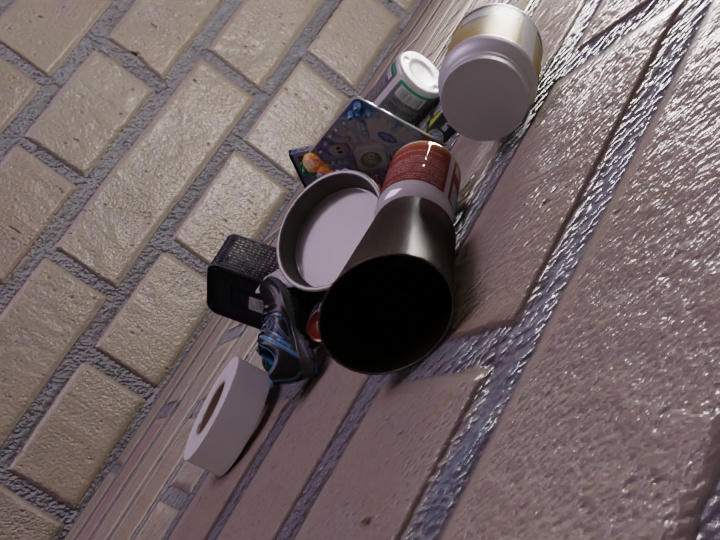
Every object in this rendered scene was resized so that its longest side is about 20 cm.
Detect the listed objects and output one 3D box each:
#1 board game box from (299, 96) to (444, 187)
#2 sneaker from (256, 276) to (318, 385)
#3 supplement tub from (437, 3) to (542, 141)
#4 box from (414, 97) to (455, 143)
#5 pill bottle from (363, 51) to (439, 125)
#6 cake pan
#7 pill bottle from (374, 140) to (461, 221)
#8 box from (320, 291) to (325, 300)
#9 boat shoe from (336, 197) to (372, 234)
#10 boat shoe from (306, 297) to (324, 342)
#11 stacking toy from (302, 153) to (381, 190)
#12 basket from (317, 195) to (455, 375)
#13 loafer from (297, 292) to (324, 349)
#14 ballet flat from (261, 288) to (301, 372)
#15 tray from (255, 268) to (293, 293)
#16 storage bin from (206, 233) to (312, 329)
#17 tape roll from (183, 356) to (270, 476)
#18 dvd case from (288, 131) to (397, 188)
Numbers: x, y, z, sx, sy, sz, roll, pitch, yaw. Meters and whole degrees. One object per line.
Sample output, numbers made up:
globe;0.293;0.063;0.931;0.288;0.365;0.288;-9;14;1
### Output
board game box;0.020;-0.202;1.583;0.200;0.198;0.026;-44;33;41
sneaker;-0.135;0.092;1.387;0.074;0.081;0.201;86;162;-50
supplement tub;0.189;-0.289;1.266;0.144;0.144;0.201;-45;14;35
box;0.136;-0.271;1.683;0.200;0.044;0.161;-46;14;35
pill bottle;0.067;-0.331;1.742;0.200;0.113;0.114;-43;15;42
cake pan;-0.041;-0.056;1.328;0.198;0.037;0.203;-16;59;28
pill bottle;0.080;-0.094;1.228;0.112;0.112;0.201;-46;13;32
box;0.000;0.000;1.443;0.159;0.046;0.201;-44;16;40
boat shoe;0.052;-0.096;1.384;0.199;0.073;0.068;-32;1;-1
boat shoe;-0.032;0.072;1.291;0.062;0.072;0.199;-40;7;-36
stacking toy;-0.024;-0.144;1.566;0.116;0.199;0.110;-34;22;56
basket;0.047;0.004;1.050;0.180;0.136;0.201;-43;12;30
loafer;-0.076;0.087;1.493;0.063;0.071;0.201;104;-166;-45
ballet flat;-0.143;0.093;1.549;0.076;0.067;0.202;-91;10;-53
tray;-0.101;0.000;1.479;0.107;0.022;0.199;-32;11;-30
storage bin;-0.182;0.033;1.640;0.136;0.198;0.094;102;-169;-46
tape roll;-0.237;0.258;1.544;0.203;0.070;0.203;-56;15;23
dvd case;-0.019;-0.193;1.631;0.197;0.143;0.018;-11;50;13
